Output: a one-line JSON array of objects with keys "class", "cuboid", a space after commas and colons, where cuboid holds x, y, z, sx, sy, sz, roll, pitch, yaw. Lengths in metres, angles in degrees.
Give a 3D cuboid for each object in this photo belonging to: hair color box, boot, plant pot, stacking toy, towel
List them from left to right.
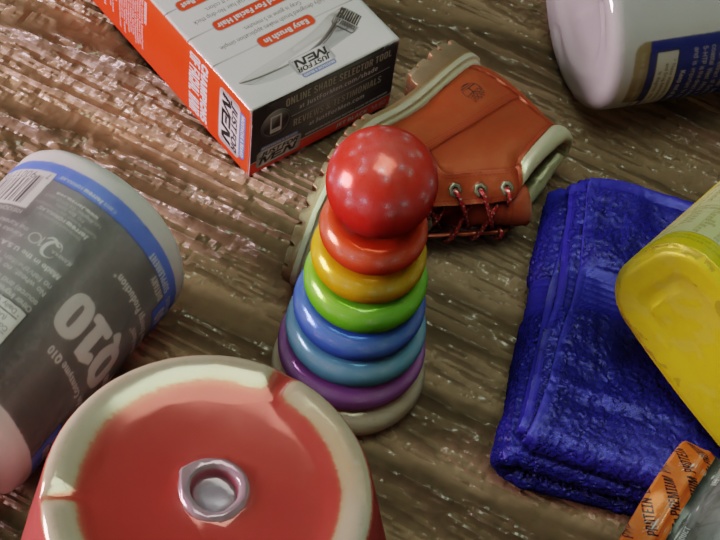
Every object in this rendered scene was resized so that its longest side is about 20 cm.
[{"class": "plant pot", "cuboid": [-0.071, 0.143, 0.841, 0.200, 0.177, 0.201, 3, 54, -4]}, {"class": "hair color box", "cuboid": [-0.081, -0.163, 1.129, 0.111, 0.064, 0.200, -29, 61, -25]}, {"class": "stacking toy", "cuboid": [0.000, 0.000, 0.935, 0.085, 0.200, 0.086, 2, 54, -3]}, {"class": "boot", "cuboid": [0.040, -0.045, 1.053, 0.107, 0.075, 0.200, 36, 57, 14]}, {"class": "towel", "cuboid": [0.159, 0.041, 1.016, 0.147, 0.050, 0.200, 13, 54, 5]}]

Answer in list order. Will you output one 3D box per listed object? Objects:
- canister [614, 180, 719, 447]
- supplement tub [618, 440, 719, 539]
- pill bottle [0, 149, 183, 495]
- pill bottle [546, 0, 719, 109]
[{"class": "canister", "cuboid": [0.242, 0.001, 0.991, 0.200, 0.087, 0.149, -37, 90, -39]}, {"class": "supplement tub", "cuboid": [0.219, 0.173, 0.883, 0.200, 0.123, 0.123, 31, 57, 16]}, {"class": "pill bottle", "cuboid": [-0.189, 0.042, 0.940, 0.114, 0.114, 0.200, 28, 57, 14]}, {"class": "pill bottle", "cuboid": [0.225, -0.171, 1.130, 0.200, 0.120, 0.120, -9, 56, -12]}]
